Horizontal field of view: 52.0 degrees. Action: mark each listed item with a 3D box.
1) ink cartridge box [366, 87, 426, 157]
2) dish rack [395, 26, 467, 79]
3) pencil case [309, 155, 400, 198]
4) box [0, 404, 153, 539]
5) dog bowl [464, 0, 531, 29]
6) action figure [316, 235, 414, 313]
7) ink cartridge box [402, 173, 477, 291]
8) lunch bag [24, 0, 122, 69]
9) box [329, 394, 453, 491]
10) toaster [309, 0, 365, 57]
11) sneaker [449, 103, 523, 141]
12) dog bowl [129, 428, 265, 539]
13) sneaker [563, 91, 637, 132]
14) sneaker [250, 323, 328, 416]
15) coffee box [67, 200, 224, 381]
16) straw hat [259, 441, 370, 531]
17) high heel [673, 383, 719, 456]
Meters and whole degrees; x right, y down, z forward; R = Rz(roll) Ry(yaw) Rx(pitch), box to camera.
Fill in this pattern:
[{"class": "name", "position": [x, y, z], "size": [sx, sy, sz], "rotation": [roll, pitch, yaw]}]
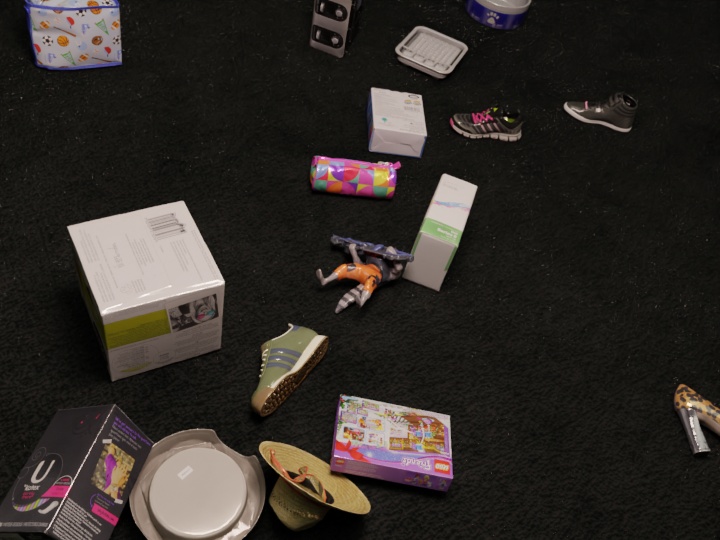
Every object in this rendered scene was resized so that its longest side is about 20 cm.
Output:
[{"class": "ink cartridge box", "position": [0.087, -0.379, 1.839], "size": [0.136, 0.077, 0.201], "rotation": [7, 49, -10]}, {"class": "dish rack", "position": [0.201, -0.615, 2.104], "size": [0.171, 0.044, 0.200], "rotation": [26, 48, 10]}, {"class": "pencil case", "position": [-0.014, -0.212, 1.659], "size": [0.199, 0.089, 0.089], "rotation": [2, 48, -12]}, {"class": "box", "position": [-0.404, 0.303, 1.047], "size": [0.122, 0.106, 0.200], "rotation": [-10, 40, 25]}, {"class": "dog bowl", "position": [0.438, -0.858, 2.360], "size": [0.199, 0.079, 0.201], "rotation": [8, 48, -9]}, {"class": "action figure", "position": [0.000, 0.000, 1.488], "size": [0.199, 0.105, 0.193], "rotation": [20, 33, 38]}, {"class": "ink cartridge box", "position": [0.168, -0.082, 1.545], "size": [0.087, 0.146, 0.200], "rotation": [20, 47, 3]}, {"class": "lunch bag", "position": [-0.681, -0.574, 1.747], "size": [0.199, 0.170, 0.124], "rotation": [-18, 52, -27]}, {"class": "box", "position": [0.053, 0.288, 1.241], "size": [0.199, 0.039, 0.137], "rotation": [12, 36, -4]}, {"class": "toaster", "position": [-0.057, -0.721, 2.037], "size": [0.118, 0.181, 0.200], "rotation": [19, 48, 4]}, {"class": "sneaker", "position": [0.331, -0.390, 1.905], "size": [0.199, 0.088, 0.074], "rotation": [5, 48, -10]}, {"class": "dog bowl", "position": [-0.245, 0.342, 1.116], "size": [0.199, 0.059, 0.201], "rotation": [8, 47, -8]}, {"class": "sneaker", "position": [0.673, -0.459, 2.050], "size": [0.199, 0.099, 0.071], "rotation": [17, 49, 2]}, {"class": "sneaker", "position": [-0.146, 0.167, 1.301], "size": [0.090, 0.067, 0.200], "rotation": [27, 47, 20]}, {"class": "coffee box", "position": [-0.364, 0.034, 1.265], "size": [0.199, 0.198, 0.200], "rotation": [-16, 56, -24]}, {"class": "straw hat", "position": [-0.091, 0.347, 1.128], "size": [0.201, 0.201, 0.085], "rotation": [31, 90, 13]}, {"class": "high heel", "position": [0.708, 0.276, 1.414], "size": [0.199, 0.072, 0.143], "rotation": [-2, 55, -5]}]
